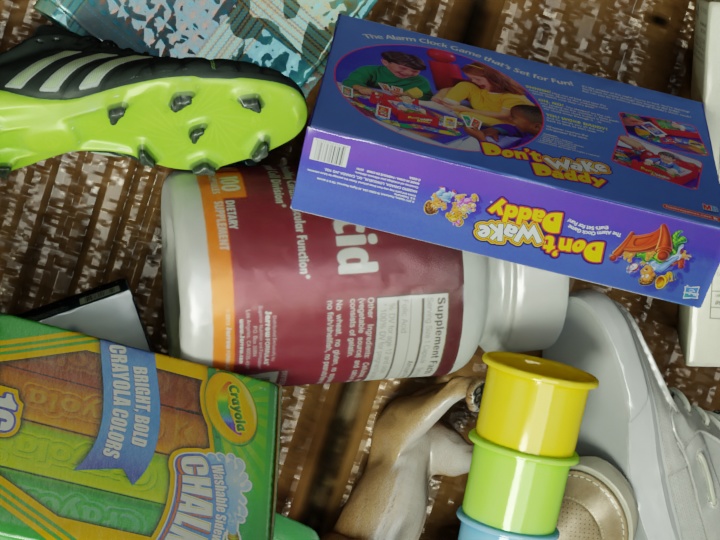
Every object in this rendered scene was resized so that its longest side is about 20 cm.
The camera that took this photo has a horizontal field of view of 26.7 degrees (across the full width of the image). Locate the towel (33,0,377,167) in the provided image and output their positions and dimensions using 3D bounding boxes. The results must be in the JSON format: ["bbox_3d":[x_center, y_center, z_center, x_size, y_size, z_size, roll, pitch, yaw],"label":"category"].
[{"bbox_3d":[-0.056,-0.172,0.794,0.146,0.022,0.200,38,90,-17],"label":"towel"}]

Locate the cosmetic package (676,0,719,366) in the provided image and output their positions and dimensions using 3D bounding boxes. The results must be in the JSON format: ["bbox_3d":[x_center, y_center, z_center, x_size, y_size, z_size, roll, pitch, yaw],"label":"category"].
[{"bbox_3d":[0.232,-0.050,0.835,0.104,0.071,0.202,4,105,6],"label":"cosmetic package"}]

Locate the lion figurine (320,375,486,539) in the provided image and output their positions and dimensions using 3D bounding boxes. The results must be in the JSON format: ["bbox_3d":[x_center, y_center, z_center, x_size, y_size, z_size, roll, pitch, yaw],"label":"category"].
[{"bbox_3d":[0.013,0.130,0.833,0.072,0.122,0.200,44,72,-25],"label":"lion figurine"}]

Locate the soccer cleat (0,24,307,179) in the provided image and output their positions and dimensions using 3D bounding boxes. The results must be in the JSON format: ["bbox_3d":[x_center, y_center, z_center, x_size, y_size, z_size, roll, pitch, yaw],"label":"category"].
[{"bbox_3d":[-0.126,-0.088,0.748,0.198,0.081,0.068,-4,140,1],"label":"soccer cleat"}]

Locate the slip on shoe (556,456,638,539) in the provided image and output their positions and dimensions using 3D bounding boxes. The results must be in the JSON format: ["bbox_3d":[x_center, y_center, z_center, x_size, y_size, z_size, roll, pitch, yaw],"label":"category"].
[{"bbox_3d":[0.068,0.177,0.820,0.200,0.061,0.076,-42,83,29],"label":"slip on shoe"}]

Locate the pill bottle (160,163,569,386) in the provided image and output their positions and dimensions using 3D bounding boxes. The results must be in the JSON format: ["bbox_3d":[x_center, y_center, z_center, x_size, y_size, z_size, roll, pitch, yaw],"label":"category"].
[{"bbox_3d":[0.000,0.000,0.789,0.198,0.114,0.115,-4,101,-12],"label":"pill bottle"}]

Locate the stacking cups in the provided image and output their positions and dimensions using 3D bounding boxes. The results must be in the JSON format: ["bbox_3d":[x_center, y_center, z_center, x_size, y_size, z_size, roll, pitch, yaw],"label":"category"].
[{"bbox_3d":[0.068,0.144,0.766,0.060,0.061,0.202,11,98,-14],"label":"stacking cups"}]

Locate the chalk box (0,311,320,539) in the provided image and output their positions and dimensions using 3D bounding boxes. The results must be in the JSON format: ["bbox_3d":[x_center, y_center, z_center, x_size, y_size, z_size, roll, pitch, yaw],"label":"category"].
[{"bbox_3d":[-0.108,0.122,0.720,0.199,0.125,0.124,14,132,-15],"label":"chalk box"}]

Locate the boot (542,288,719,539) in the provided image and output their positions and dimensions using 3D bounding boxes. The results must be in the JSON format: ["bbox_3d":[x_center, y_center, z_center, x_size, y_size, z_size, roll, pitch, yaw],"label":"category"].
[{"bbox_3d":[0.167,0.091,0.834,0.095,0.073,0.201,-25,109,-28],"label":"boot"}]

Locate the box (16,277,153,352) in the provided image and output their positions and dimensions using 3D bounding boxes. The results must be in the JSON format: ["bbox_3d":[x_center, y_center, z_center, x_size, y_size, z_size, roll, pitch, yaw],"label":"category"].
[{"bbox_3d":[-0.195,0.102,0.803,0.199,0.038,0.138,-19,104,-9],"label":"box"}]

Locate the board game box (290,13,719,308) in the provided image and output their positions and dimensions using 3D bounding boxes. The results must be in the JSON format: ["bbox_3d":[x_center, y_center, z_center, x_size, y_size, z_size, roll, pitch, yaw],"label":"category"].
[{"bbox_3d":[0.074,-0.058,0.748,0.198,0.135,0.045,14,122,-2],"label":"board game box"}]
